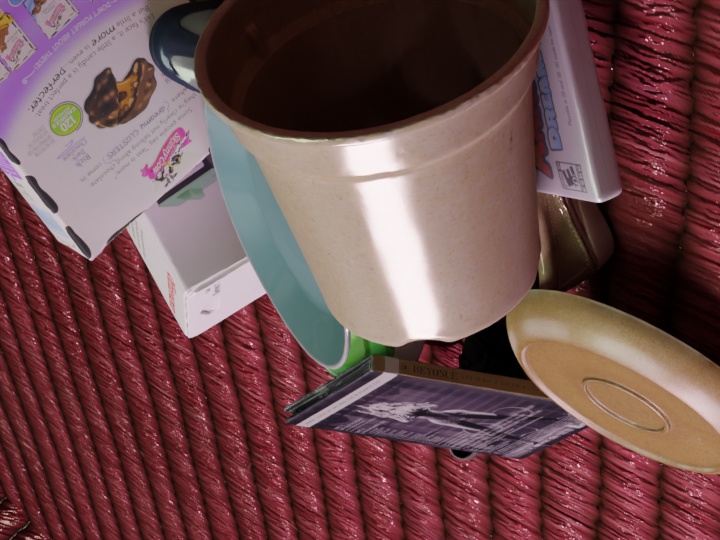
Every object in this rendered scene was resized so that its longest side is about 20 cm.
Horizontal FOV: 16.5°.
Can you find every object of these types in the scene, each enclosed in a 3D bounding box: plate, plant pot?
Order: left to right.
[{"bbox_3d":[-0.046,-0.033,1.593,0.201,0.025,0.201,58,163,30],"label":"plate"},{"bbox_3d":[0.024,-0.065,1.418,0.200,0.200,0.184,32,148,43],"label":"plant pot"},{"bbox_3d":[0.178,0.079,1.621,0.199,0.028,0.200,27,162,9],"label":"plant pot"}]

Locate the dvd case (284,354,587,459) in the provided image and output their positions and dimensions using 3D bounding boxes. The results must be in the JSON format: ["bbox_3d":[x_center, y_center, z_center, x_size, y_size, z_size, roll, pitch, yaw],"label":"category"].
[{"bbox_3d":[0.065,0.099,1.777,0.149,0.199,0.016,146,129,-59],"label":"dvd case"}]

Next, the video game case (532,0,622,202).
[{"bbox_3d":[0.075,-0.145,1.471,0.182,0.024,0.201,15,123,59],"label":"video game case"}]

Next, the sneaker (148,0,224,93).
[{"bbox_3d":[-0.045,-0.130,1.599,0.199,0.071,0.082,13,-172,5],"label":"sneaker"}]

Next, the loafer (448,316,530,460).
[{"bbox_3d":[0.101,0.087,1.846,0.072,0.063,0.200,44,159,18],"label":"loafer"}]

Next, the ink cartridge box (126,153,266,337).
[{"bbox_3d":[-0.138,-0.068,1.800,0.201,0.084,0.145,60,171,10],"label":"ink cartridge box"}]

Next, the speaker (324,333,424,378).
[{"bbox_3d":[0.000,0.000,1.708,0.088,0.088,0.200,40,158,27],"label":"speaker"}]

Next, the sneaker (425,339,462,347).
[{"bbox_3d":[0.012,-0.022,1.860,0.200,0.078,0.082,47,178,16],"label":"sneaker"}]

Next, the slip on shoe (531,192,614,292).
[{"bbox_3d":[0.095,-0.070,1.582,0.076,0.061,0.201,23,146,53],"label":"slip on shoe"}]

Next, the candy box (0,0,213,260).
[{"bbox_3d":[-0.186,-0.138,1.655,0.200,0.168,0.071,54,166,-25],"label":"candy box"}]
